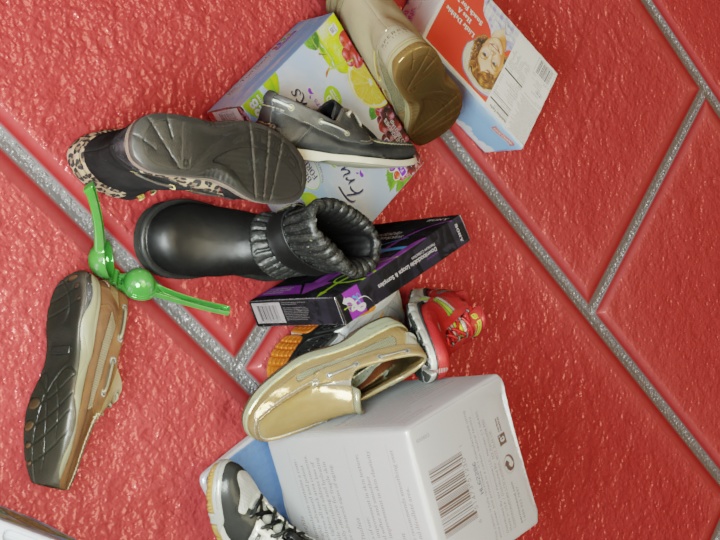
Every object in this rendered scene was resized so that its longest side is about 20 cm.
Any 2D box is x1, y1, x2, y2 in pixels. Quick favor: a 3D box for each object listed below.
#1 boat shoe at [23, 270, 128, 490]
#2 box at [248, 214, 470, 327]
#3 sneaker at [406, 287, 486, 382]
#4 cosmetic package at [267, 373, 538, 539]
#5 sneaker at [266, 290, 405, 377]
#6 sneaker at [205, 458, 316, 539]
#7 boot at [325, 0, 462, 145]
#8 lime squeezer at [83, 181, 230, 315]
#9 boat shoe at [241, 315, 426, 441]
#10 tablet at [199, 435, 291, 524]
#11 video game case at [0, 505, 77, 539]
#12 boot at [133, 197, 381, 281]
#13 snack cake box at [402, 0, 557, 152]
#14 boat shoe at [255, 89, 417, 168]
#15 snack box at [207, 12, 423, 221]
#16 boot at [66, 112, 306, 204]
[{"bbox_3d":[-0.254,0.104,1.416,0.074,0.075,0.201,20,76,-42],"label":"boat shoe"},{"bbox_3d":[0.000,0.000,1.598,0.200,0.142,0.036,-31,107,-38],"label":"box"},{"bbox_3d":[0.093,0.059,1.651,0.200,0.084,0.078,-82,166,-71],"label":"sneaker"},{"bbox_3d":[0.043,0.214,1.576,0.166,0.199,0.168,-25,103,-47],"label":"cosmetic package"},{"bbox_3d":[-0.014,0.084,1.631,0.200,0.075,0.092,-41,120,-33],"label":"sneaker"},{"bbox_3d":[-0.083,0.268,1.523,0.201,0.087,0.076,66,28,-22],"label":"sneaker"},{"bbox_3d":[0.033,-0.233,1.660,0.073,0.156,0.200,-37,154,0],"label":"boot"},{"bbox_3d":[-0.213,-0.006,1.463,0.071,0.038,0.200,-38,122,11],"label":"lime squeezer"},{"bbox_3d":[-0.023,0.117,1.536,0.199,0.076,0.072,-32,135,-15],"label":"boat shoe"},{"bbox_3d":[-0.084,0.264,1.599,0.130,0.014,0.201,-36,111,-36],"label":"tablet"},{"bbox_3d":[-0.305,0.211,1.283,0.182,0.199,0.022,31,76,-36],"label":"video game case"},{"bbox_3d":[-0.099,-0.032,1.500,0.210,0.157,0.080,2,87,-41],"label":"boot"},{"bbox_3d":[0.130,-0.242,1.771,0.200,0.067,0.115,42,64,-32],"label":"snack cake box"},{"bbox_3d":[-0.019,-0.137,1.544,0.199,0.072,0.068,6,89,-39],"label":"boat shoe"},{"bbox_3d":[-0.044,-0.139,1.614,0.169,0.067,0.201,-48,117,-32],"label":"snack box"},{"bbox_3d":[-0.166,-0.100,1.449,0.199,0.150,0.074,6,84,-40],"label":"boot"}]
